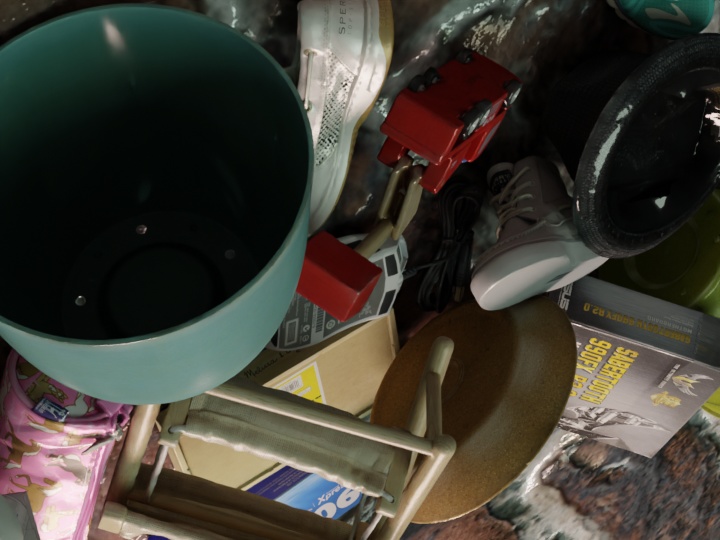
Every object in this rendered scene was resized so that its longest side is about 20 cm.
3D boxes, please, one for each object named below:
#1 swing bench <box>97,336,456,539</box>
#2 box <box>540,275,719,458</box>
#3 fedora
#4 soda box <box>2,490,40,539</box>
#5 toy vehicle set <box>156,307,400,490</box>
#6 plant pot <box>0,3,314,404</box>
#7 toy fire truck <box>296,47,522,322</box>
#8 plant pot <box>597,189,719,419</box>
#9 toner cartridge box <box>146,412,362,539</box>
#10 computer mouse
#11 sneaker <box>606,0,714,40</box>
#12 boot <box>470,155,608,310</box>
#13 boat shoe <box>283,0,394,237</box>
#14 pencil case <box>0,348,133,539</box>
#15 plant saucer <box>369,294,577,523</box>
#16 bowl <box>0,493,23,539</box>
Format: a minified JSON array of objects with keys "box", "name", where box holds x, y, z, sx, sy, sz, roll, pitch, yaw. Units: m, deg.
[{"box":[-0.060,0.128,1.022,0.198,0.130,0.200,17,121,-7],"name":"swing bench"},{"box":[0.206,0.082,1.276,0.200,0.158,0.048,110,-2,-62],"name":"box"},{"box":[0.199,-0.105,1.121,0.200,0.092,0.201,-30,138,-31],"name":"fedora"},{"box":[-0.282,0.213,0.996,0.068,0.064,0.200,-3,154,-43],"name":"soda box"},{"box":[-0.057,0.104,1.186,0.200,0.027,0.124,-30,146,-15],"name":"toy vehicle set"},{"box":[-0.122,-0.018,0.834,0.200,0.201,0.161,-31,157,-14],"name":"plant pot"},{"box":[0.032,-0.060,0.984,0.141,0.049,0.200,-62,169,27],"name":"toy fire truck"},{"box":[0.309,0.014,1.321,0.193,0.200,0.200,27,110,-42],"name":"plant pot"},{"box":[-0.073,0.199,1.270,0.200,0.043,0.095,-35,146,-8],"name":"toner cartridge box"},{"box":[0.000,0.000,1.104,0.200,0.044,0.110,-16,131,-32],"name":"computer mouse"},{"box":[0.207,-0.211,1.028,0.077,0.080,0.200,-41,148,2],"name":"sneaker"},{"box":[0.114,-0.032,1.108,0.074,0.096,0.200,-35,169,23],"name":"boot"},{"box":[-0.037,-0.097,0.941,0.069,0.071,0.200,5,140,-15],"name":"boat shoe"},{"box":[-0.208,0.132,1.010,0.083,0.087,0.200,5,132,-21],"name":"pencil case"},{"box":[0.071,0.092,1.130,0.200,0.200,0.035,-46,120,9],"name":"plant saucer"},{"box":[-0.290,0.157,0.878,0.200,0.200,0.075,-56,164,21],"name":"bowl"}]
